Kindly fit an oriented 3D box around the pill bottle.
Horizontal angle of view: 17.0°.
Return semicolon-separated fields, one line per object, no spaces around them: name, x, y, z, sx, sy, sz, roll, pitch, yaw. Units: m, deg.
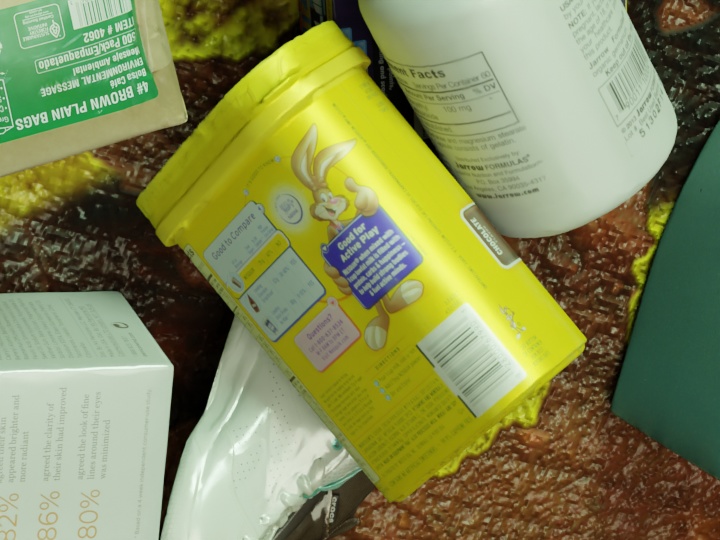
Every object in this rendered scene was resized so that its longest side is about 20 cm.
pill bottle;0.064;-0.124;1.155;0.114;0.114;0.200;-34;119;-6

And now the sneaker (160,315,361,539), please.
sneaker;-0.043;0.103;1.242;0.088;0.075;0.200;16;77;7

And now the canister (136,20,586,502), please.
canister;0.000;0.000;1.181;0.200;0.149;0.087;51;46;4

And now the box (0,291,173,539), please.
box;-0.207;0.099;1.206;0.200;0.106;0.153;0;110;-20

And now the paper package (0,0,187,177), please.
paper package;-0.202;-0.107;1.078;0.200;0.191;0.104;-18;116;-15

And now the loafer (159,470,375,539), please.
loafer;-0.034;0.133;1.308;0.200;0.073;0.071;-45;129;3

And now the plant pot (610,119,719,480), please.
plant pot;0.247;0.007;1.336;0.141;0.141;0.200;5;102;-23

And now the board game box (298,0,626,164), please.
board game box;0.052;-0.156;1.235;0.165;0.057;0.200;-11;114;-19
